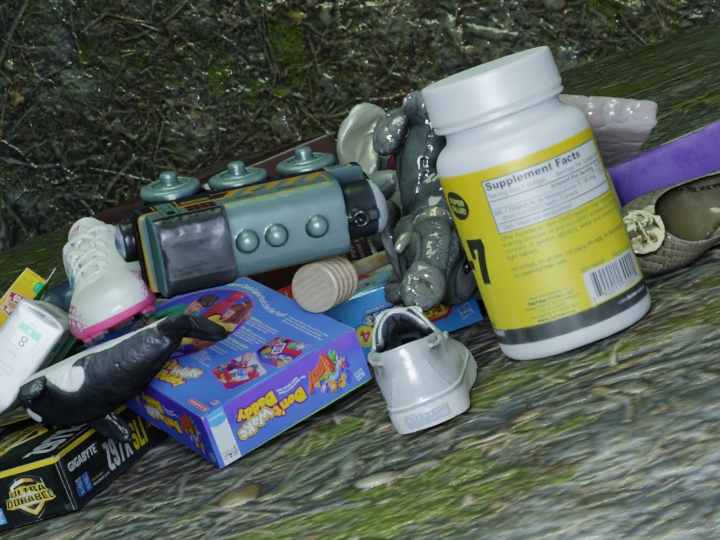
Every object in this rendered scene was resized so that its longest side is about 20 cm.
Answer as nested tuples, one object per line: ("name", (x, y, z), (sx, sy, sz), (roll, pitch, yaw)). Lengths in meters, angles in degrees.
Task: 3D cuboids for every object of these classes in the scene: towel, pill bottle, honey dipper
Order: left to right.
("honey dipper", (0.000, 0.000, 1.647), (0.038, 0.038, 0.200), (-17, 1, 21))
("towel", (0.130, -0.104, 1.750), (0.200, 0.032, 0.191), (1, -15, -2))
("pill bottle", (0.120, -0.048, 1.491), (0.114, 0.200, 0.114), (-20, 7, 3))

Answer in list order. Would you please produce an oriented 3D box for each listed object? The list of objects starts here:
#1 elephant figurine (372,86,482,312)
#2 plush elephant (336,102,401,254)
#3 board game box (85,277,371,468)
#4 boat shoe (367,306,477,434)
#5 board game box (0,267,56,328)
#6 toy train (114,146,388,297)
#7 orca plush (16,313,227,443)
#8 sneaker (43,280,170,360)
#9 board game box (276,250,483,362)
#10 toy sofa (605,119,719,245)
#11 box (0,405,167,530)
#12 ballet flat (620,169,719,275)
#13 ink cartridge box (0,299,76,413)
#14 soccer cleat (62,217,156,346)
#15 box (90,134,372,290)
("elephant figurine", (0.063, -0.027, 1.609), (0.155, 0.200, 0.141), (24, -29, -34))
("plush elephant", (0.063, -0.088, 2.010), (0.165, 0.155, 0.200), (18, -31, -32))
("board game box", (-0.102, 0.068, 1.593), (0.134, 0.045, 0.200), (-29, 27, -22))
("boat shoe", (0.034, 0.058, 1.460), (0.072, 0.069, 0.200), (-19, 8, 9))
("board game box", (-0.322, 0.080, 1.760), (0.200, 0.030, 0.096), (-52, 0, -32))
("toy train", (-0.078, -0.034, 1.560), (0.200, 0.085, 0.114), (-11, 17, -14))
("orca plush", (-0.171, 0.086, 1.538), (0.200, 0.071, 0.105), (-24, 5, 30))
("sneaker", (-0.221, 0.056, 1.954), (0.146, 0.081, 0.200), (-17, -21, 10))
("board game box", (-0.007, 0.035, 1.776), (0.196, 0.056, 0.200), (-21, 8, 0))
("toy sofa", (0.278, -0.071, 1.680), (0.200, 0.083, 0.098), (-23, 7, -16))
("box", (-0.253, 0.151, 1.645), (0.160, 0.049, 0.200), (-15, 9, 21))
("ballet flat", (0.274, -0.051, 1.610), (0.200, 0.067, 0.046), (-18, -23, -15))
("ink cartridge box", (-0.303, 0.114, 1.709), (0.200, 0.050, 0.161), (-56, 1, -2))
("soccer cleat", (-0.201, 0.004, 1.622), (0.070, 0.086, 0.200), (-26, 6, -4))
("box", (-0.117, -0.014, 1.993), (0.164, 0.166, 0.200), (-25, 9, -35))
